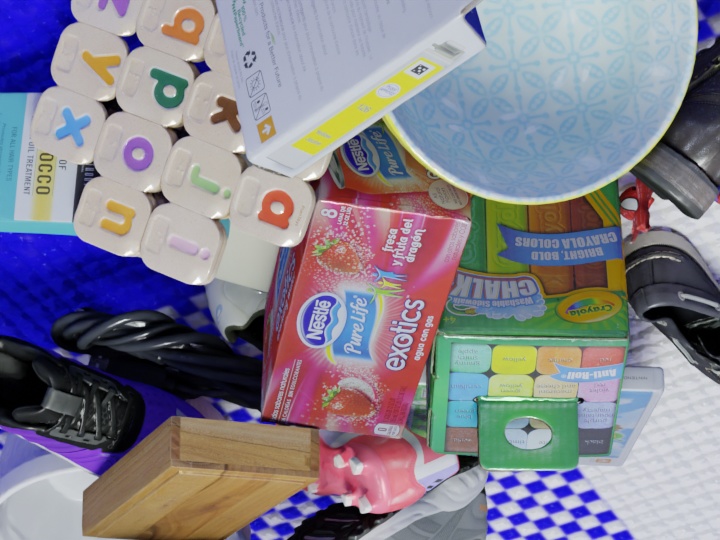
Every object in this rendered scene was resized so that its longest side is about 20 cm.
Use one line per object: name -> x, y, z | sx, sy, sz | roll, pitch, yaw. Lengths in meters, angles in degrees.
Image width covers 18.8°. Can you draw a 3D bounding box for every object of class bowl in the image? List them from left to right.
bowl -> 0.084, -0.140, 1.250 | 0.199, 0.201, 0.108 | 13, 180, -13

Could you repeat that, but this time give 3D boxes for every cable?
cable -> -0.111, 0.062, 1.489 | 0.199, 0.051, 0.163 | 19, 167, 1

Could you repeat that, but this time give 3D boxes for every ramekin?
ramekin -> -0.178, 0.163, 1.612 | 0.199, 0.106, 0.201 | 1, 139, 1

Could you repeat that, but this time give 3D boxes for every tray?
tray -> -0.108, 0.142, 1.421 | 0.098, 0.037, 0.200 | 7, 160, -21

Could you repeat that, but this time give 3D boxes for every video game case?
video game case -> 0.112, 0.104, 1.548 | 0.181, 0.022, 0.200 | 2, 160, -1

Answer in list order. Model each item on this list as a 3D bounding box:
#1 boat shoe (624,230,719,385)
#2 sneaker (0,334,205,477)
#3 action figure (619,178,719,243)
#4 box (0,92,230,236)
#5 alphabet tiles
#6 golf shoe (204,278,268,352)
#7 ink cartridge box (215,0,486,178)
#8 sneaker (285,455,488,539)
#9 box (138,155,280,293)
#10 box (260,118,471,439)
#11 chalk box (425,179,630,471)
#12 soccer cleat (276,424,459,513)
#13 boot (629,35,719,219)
boat shoe -> 0.245, 0.051, 1.509 | 0.072, 0.063, 0.200 | -28, 131, 28
sneaker -> -0.194, 0.094, 1.456 | 0.199, 0.070, 0.100 | 19, 171, -5
action figure -> 0.233, -0.072, 1.352 | 0.065, 0.099, 0.200 | 28, 134, -27
box -> -0.175, -0.064, 1.328 | 0.199, 0.083, 0.049 | 2, 174, 23
alphabet tiles -> -0.098, -0.099, 1.262 | 0.195, 0.201, 0.015 | 21, -176, 25
golf shoe -> -0.023, 0.048, 1.485 | 0.199, 0.098, 0.078 | 22, 128, -24
ink cartridge box -> 0.003, -0.182, 1.155 | 0.199, 0.199, 0.047 | -30, 148, 31
sneaker -> 0.025, 0.193, 1.539 | 0.074, 0.199, 0.080 | -2, 102, 46
box -> -0.062, -0.037, 1.412 | 0.199, 0.069, 0.082 | 16, 135, -17
box -> 0.000, 0.000, 1.330 | 0.095, 0.100, 0.201 | 8, 135, -8
chalk box -> 0.105, 0.039, 1.395 | 0.124, 0.201, 0.124 | 1, 138, -1
soccer cleat -> -0.003, 0.127, 1.538 | 0.076, 0.200, 0.067 | -13, 102, -22
boot -> 0.220, -0.122, 1.286 | 0.069, 0.200, 0.174 | 38, 96, -21
